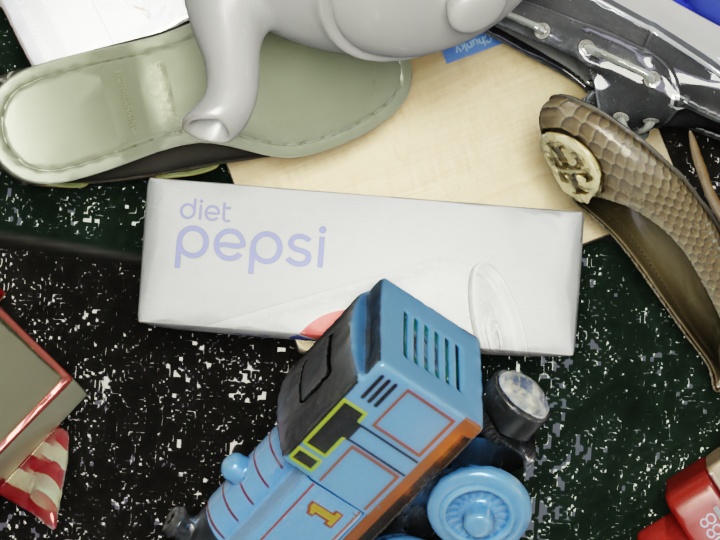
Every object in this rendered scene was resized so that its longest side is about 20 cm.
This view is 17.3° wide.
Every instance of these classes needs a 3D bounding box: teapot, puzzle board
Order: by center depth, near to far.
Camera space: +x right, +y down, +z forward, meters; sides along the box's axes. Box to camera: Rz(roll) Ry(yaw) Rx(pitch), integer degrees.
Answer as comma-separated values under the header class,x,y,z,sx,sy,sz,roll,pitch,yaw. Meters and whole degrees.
class,x,y,z,sx,sy,sz,roll,pitch,yaw
teapot,0.023,-0.161,0.995,0.197,0.200,0.146,-4,49,-38
puzzle board,0.037,-0.066,1.131,0.199,0.017,0.151,-21,87,-3

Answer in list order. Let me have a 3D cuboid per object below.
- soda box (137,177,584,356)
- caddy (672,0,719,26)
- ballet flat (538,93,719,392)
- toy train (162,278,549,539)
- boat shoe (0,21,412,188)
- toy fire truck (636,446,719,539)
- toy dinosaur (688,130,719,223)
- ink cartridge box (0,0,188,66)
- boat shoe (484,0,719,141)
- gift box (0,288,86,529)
class,x,y,z,sx,sy,sz,roll,pitch,yaw
soda box,0.000,0.000,1.086,0.199,0.063,0.069,5,87,-1
caddy,0.227,-0.179,1.098,0.199,0.105,0.142,-13,66,-2
ballet flat,0.144,0.000,1.086,0.046,0.067,0.200,-47,113,-10
toy train,-0.006,0.102,1.057,0.114,0.087,0.200,34,118,-17
boat shoe,-0.077,-0.080,1.086,0.200,0.061,0.072,-10,92,-18
toy fire truck,0.160,0.191,1.080,0.200,0.129,0.176,-32,89,9
toy dinosaur,0.218,0.005,1.086,0.199,0.060,0.107,4,64,-35
ink cartridge box,-0.112,-0.205,1.118,0.173,0.044,0.201,-27,89,-1
boat shoe,0.125,-0.091,1.090,0.200,0.072,0.068,33,84,3
gift box,-0.239,0.059,1.030,0.184,0.187,0.200,-41,74,-4
